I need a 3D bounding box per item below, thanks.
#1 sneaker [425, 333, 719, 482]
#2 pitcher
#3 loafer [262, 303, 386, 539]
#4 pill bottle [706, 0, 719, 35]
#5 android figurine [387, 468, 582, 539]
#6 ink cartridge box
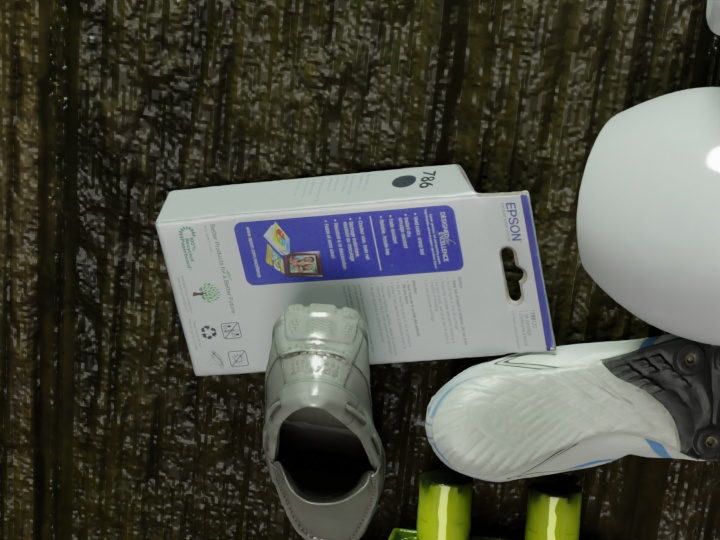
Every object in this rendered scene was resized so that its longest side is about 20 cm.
[{"bbox_3d":[0.132,0.068,1.232,0.198,0.072,0.072,-5,99,-1],"label":"sneaker"},{"bbox_3d":[0.217,-0.040,1.116,0.199,0.172,0.121,11,151,26],"label":"pitcher"},{"bbox_3d":[-0.022,0.097,1.239,0.069,0.070,0.201,1,144,6],"label":"loafer"},{"bbox_3d":[0.260,-0.146,1.043,0.198,0.111,0.112,9,122,5],"label":"pill bottle"},{"bbox_3d":[0.071,0.213,1.300,0.181,0.041,0.202,6,100,7],"label":"android figurine"},{"bbox_3d":[0.000,0.000,1.223,0.198,0.039,0.100,-3,120,14],"label":"ink cartridge box"}]
